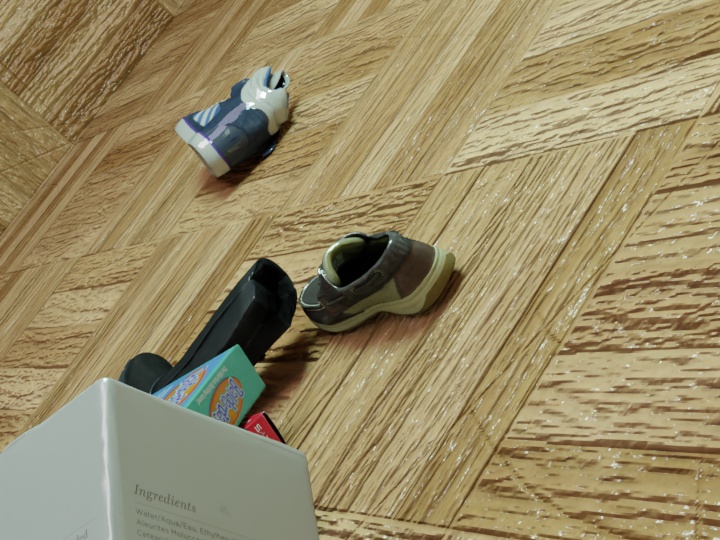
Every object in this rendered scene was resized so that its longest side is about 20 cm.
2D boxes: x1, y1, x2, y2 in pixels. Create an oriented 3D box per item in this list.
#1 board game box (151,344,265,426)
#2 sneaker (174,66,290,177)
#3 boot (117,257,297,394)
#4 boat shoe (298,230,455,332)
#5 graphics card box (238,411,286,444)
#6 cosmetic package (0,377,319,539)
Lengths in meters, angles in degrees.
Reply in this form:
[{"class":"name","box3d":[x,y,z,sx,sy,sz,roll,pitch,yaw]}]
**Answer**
[{"class":"board game box","box3d":[-0.179,0.144,1.173,0.200,0.045,0.152,-31,9,21]},{"class":"sneaker","box3d":[-0.143,-0.186,1.882,0.146,0.081,0.200,-41,16,-3]},{"class":"boot","box3d":[-0.134,0.065,1.346,0.200,0.065,0.165,-55,28,22]},{"class":"boat shoe","box3d":[0.000,0.001,1.229,0.201,0.066,0.072,-12,44,60]},{"class":"graphics card box","box3d":[-0.154,0.189,1.150,0.200,0.051,0.125,-40,11,-39]},{"class":"cosmetic package","box3d":[-0.128,0.202,0.888,0.165,0.165,0.201,-35,47,30]}]
